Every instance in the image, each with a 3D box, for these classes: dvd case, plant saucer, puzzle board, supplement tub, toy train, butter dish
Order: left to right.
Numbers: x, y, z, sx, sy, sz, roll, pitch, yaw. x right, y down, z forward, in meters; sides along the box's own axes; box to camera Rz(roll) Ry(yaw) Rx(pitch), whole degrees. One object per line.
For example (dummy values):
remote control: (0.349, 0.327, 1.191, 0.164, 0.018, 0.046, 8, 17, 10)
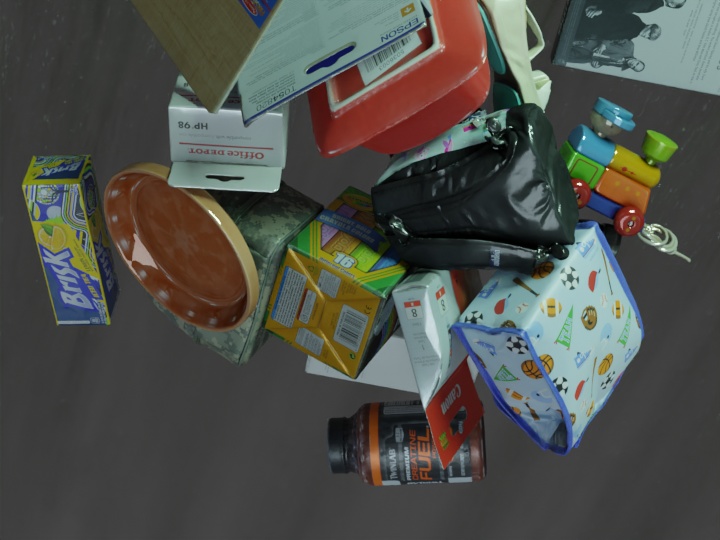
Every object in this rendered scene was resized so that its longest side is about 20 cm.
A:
plant saucer: (-0.182, -0.026, 1.319, 0.199, 0.032, 0.201, 26, 139, 25)
puzzle board: (-0.152, -0.273, 1.213, 0.017, 0.201, 0.151, -7, 144, -49)
supplement tub: (0.059, 0.218, 1.616, 0.198, 0.107, 0.108, -4, 127, 6)
butter dish: (0.055, -0.200, 1.274, 0.199, 0.201, 0.148, -27, 141, 24)
toy train: (0.308, -0.099, 1.391, 0.199, 0.085, 0.116, 25, 111, -15)
dvd case: (0.309, -0.261, 1.298, 0.198, 0.025, 0.151, 10, 126, -5)

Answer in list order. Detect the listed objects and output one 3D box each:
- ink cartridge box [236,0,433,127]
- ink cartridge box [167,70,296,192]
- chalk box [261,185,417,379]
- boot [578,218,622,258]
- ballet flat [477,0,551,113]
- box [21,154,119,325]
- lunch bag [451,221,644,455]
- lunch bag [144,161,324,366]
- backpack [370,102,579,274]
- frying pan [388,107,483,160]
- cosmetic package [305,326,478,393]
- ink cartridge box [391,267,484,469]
ink cartridge box: (-0.031, -0.234, 1.209, 0.198, 0.201, 0.041, -26, 136, 16)
ink cartridge box: (-0.127, -0.163, 1.283, 0.115, 0.201, 0.067, 3, 127, 0)
chalk box: (0.000, 0.000, 1.415, 0.123, 0.200, 0.126, 27, 126, 11)
boot: (0.187, -0.021, 1.458, 0.173, 0.070, 0.201, 20, 134, -4)
ballet flat: (0.166, -0.207, 1.326, 0.069, 0.070, 0.201, -11, 124, 11)
box: (-0.332, -0.032, 1.477, 0.069, 0.065, 0.201, -1, 127, 4)
lunch bag: (0.211, 0.074, 1.363, 0.123, 0.170, 0.201, 7, 140, 50)
lunch bag: (-0.153, -0.023, 1.429, 0.167, 0.139, 0.201, 28, 126, 9)
backpack: (0.114, -0.081, 1.320, 0.198, 0.127, 0.168, -12, 110, 28)
frying pan: (0.120, -0.142, 1.392, 0.188, 0.031, 0.116, 7, 132, -14)
cosmetic package: (0.041, 0.076, 1.512, 0.198, 0.108, 0.085, 13, 127, -5)
ink cartridge box: (0.103, 0.088, 1.370, 0.050, 0.162, 0.202, -14, 101, 25)
